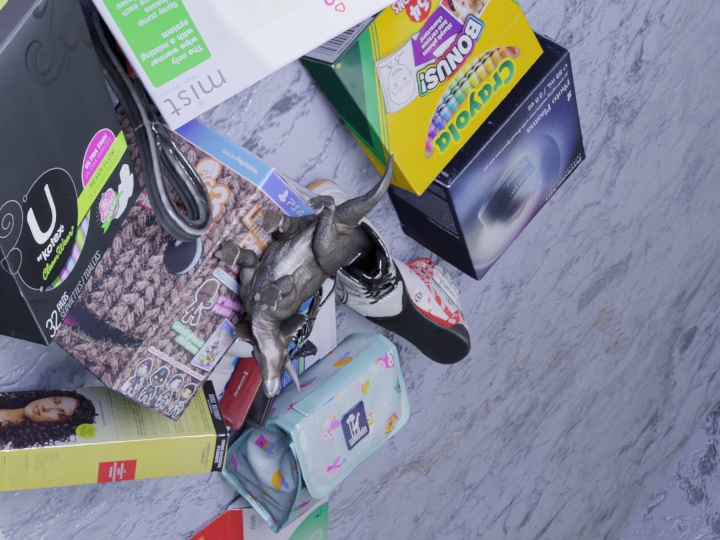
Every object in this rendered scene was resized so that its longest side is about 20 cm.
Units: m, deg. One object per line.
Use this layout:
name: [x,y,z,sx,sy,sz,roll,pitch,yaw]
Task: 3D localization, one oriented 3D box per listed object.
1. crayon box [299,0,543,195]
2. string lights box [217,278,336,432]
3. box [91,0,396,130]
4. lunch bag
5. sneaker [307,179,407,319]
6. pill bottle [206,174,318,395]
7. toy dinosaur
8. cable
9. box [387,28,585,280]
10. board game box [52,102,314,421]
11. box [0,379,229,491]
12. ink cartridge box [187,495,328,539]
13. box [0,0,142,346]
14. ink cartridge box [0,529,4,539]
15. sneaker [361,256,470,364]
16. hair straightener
crayon box: [0.063,-0.203,1.172,0.200,0.058,0.173,-49,130,-13]
string lights box: [-0.112,0.085,1.246,0.200,0.059,0.103,-37,145,-31]
box: [-0.086,-0.221,0.799,0.200,0.097,0.177,-30,124,-4]
lunch bag: [-0.043,0.165,1.327,0.170,0.122,0.200,-36,166,-33]
sneaker: [0.000,0.000,1.259,0.076,0.088,0.200,-41,134,-3]
pill bottle: [-0.112,0.007,1.116,0.200,0.111,0.111,-60,151,6]
toy dinosaur: [-0.046,-0.009,0.934,0.200,0.077,0.102,-59,162,-6]
cable: [-0.146,-0.121,0.896,0.050,0.200,0.097,-31,150,28]
box: [0.131,-0.131,1.335,0.200,0.123,0.199,-48,151,-13]
board game box: [-0.159,-0.016,0.974,0.200,0.159,0.097,-55,151,-5]
box: [-0.214,0.136,1.040,0.199,0.075,0.050,-2,127,-21]
ink cartridge box: [-0.119,0.323,1.486,0.200,0.050,0.161,-37,145,-35]
box: [-0.240,-0.078,0.782,0.200,0.124,0.149,81,25,-49]
ink cartridge box: [-0.378,0.238,0.922,0.200,0.084,0.145,-37,149,0]
sneaker: [0.044,0.016,1.412,0.067,0.108,0.201,-38,121,23]
hair straightener: [-0.072,0.058,1.197,0.077,0.041,0.201,13,98,-55]
